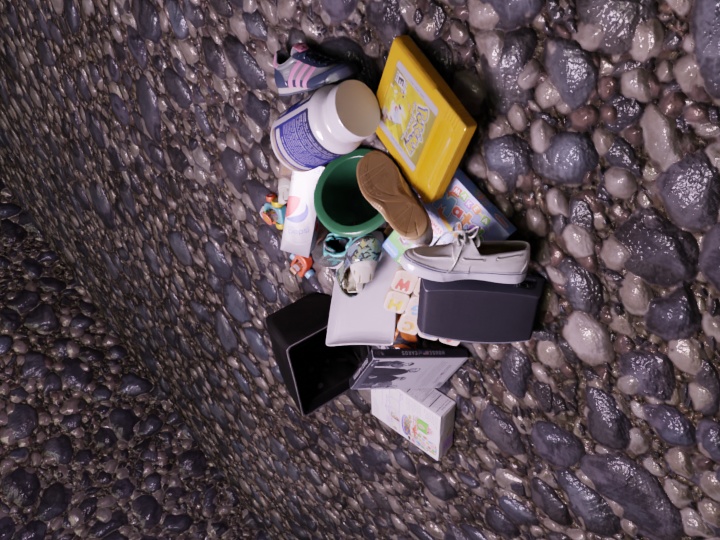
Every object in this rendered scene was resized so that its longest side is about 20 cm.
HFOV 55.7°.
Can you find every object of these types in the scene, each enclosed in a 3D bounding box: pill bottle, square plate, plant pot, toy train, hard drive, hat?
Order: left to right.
[{"bbox_3d":[-0.171,-0.072,1.537,0.201,0.055,0.150,51,146,6],"label":"toy train"},{"bbox_3d":[-0.110,0.170,1.556,0.177,0.198,0.202,32,142,46],"label":"plant pot"},{"bbox_3d":[-0.061,-0.246,1.162,0.199,0.115,0.117,-11,110,54],"label":"pill bottle"},{"bbox_3d":[0.014,0.048,1.332,0.196,0.028,0.204,-7,70,48],"label":"square plate"},{"bbox_3d":[0.015,-0.116,1.276,0.200,0.165,0.176,49,-178,32],"label":"hat"},{"bbox_3d":[0.193,0.063,1.115,0.196,0.043,0.137,3,131,3],"label":"hard drive"}]

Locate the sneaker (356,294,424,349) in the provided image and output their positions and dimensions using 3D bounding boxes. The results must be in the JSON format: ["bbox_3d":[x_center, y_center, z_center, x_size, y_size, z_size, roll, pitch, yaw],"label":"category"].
[{"bbox_3d":[0.072,0.082,1.361,0.112,0.077,0.202,-40,71,34],"label":"sneaker"}]

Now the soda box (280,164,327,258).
[{"bbox_3d":[-0.107,-0.132,1.337,0.062,0.069,0.203,16,121,5],"label":"soda box"}]

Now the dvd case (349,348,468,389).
[{"bbox_3d":[0.092,0.193,1.330,0.151,0.196,0.025,120,146,-53],"label":"dvd case"}]

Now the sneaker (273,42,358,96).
[{"bbox_3d":[-0.087,-0.356,1.184,0.198,0.070,0.083,4,115,44],"label":"sneaker"}]

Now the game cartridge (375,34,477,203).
[{"bbox_3d":[0.088,-0.228,1.060,0.202,0.032,0.177,60,151,26],"label":"game cartridge"}]

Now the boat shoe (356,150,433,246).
[{"bbox_3d":[0.057,-0.113,1.118,0.069,0.073,0.202,43,-165,-55],"label":"boat shoe"}]

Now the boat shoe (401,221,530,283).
[{"bbox_3d":[0.163,-0.033,1.032,0.198,0.075,0.087,5,122,-3],"label":"boat shoe"}]

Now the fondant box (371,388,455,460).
[{"bbox_3d":[0.112,0.303,1.500,0.199,0.058,0.146,30,139,34],"label":"fondant box"}]

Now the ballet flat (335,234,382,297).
[{"bbox_3d":[0.000,0.000,1.254,0.074,0.074,0.200,49,160,8],"label":"ballet flat"}]

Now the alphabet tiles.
[{"bbox_3d":[0.142,0.053,1.151,0.196,0.015,0.197,15,133,-7],"label":"alphabet tiles"}]

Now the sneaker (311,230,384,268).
[{"bbox_3d":[-0.044,-0.050,1.342,0.198,0.090,0.079,-12,74,49],"label":"sneaker"}]

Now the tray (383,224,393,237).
[{"bbox_3d":[0.133,-0.026,1.217,0.200,0.037,0.099,49,146,9],"label":"tray"}]

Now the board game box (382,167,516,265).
[{"bbox_3d":[0.142,-0.055,1.137,0.152,0.036,0.201,48,129,11],"label":"board game box"}]

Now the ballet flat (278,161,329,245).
[{"bbox_3d":[-0.131,-0.139,1.420,0.068,0.067,0.202,-17,104,56],"label":"ballet flat"}]
